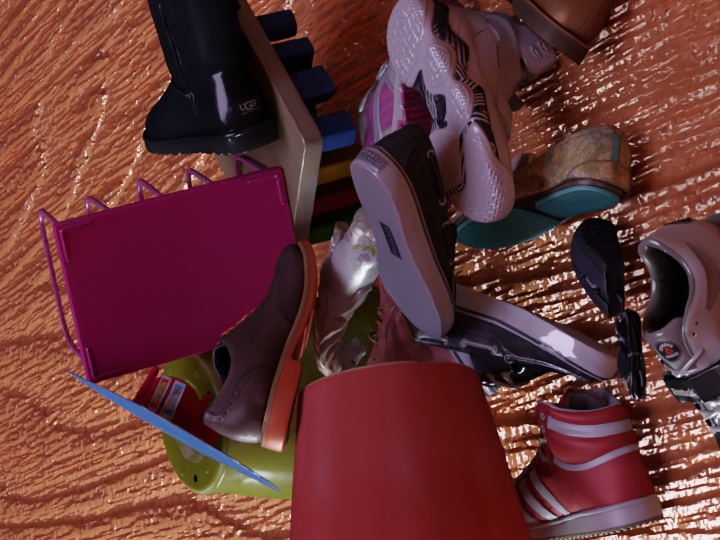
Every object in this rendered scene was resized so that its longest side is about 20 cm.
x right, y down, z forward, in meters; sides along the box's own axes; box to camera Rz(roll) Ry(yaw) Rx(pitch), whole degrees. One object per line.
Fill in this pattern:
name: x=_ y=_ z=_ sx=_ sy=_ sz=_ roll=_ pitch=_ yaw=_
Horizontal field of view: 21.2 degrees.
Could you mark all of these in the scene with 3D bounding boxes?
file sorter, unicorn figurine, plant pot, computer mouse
file sorter: x=-0.168 y=-0.009 z=1.674 sx=0.125 sy=0.199 sz=0.140 roll=-149 pitch=47 yaw=-66
unicorn figurine: x=0.000 y=0.000 z=1.556 sx=0.138 sy=0.074 sz=0.200 roll=-72 pitch=-7 yaw=-45
plant pot: x=-0.070 y=0.121 z=1.724 sx=0.200 sy=0.192 sz=0.201 roll=15 pitch=107 yaw=56
computer mouse: x=0.176 y=0.026 z=1.383 sx=0.200 sy=0.034 sz=0.059 roll=-94 pitch=2 yaw=-58
plant pot: x=0.030 y=0.171 z=1.457 sx=0.200 sy=0.200 sz=0.178 roll=-33 pitch=60 yaw=55

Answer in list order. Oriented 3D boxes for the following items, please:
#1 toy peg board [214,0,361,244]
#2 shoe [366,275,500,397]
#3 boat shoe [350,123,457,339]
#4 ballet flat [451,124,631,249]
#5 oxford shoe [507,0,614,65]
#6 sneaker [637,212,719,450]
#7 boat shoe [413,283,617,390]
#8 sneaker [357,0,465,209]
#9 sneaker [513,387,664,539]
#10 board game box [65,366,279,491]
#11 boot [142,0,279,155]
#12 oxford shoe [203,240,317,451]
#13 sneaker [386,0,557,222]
toy peg board: x=-0.055 y=-0.130 z=1.710 sx=0.200 sy=0.097 sz=0.200 roll=101 pitch=146 yaw=-51
shoe: x=0.033 y=0.046 z=1.625 sx=0.091 sy=0.071 sz=0.200 roll=-36 pitch=59 yaw=5
boat shoe: x=0.046 y=-0.026 z=1.447 sx=0.069 sy=0.057 sz=0.200 roll=35 pitch=156 yaw=37
ballet flat: x=0.141 y=-0.066 z=1.483 sx=0.200 sy=0.070 sz=0.071 roll=-22 pitch=77 yaw=58
oxford shoe: x=0.132 y=-0.233 z=1.475 sx=0.071 sy=0.071 sz=0.200 roll=-52 pitch=46 yaw=12
sneaker: x=0.235 y=0.063 z=1.326 sx=0.074 sy=0.088 sz=0.201 roll=-29 pitch=73 yaw=55
boat shoe: x=0.116 y=0.061 z=1.498 sx=0.200 sy=0.072 sz=0.068 roll=22 pitch=90 yaw=44
sneaker: x=0.038 y=-0.142 z=1.608 sx=0.088 sy=0.081 sz=0.201 roll=39 pitch=126 yaw=47
sneaker: x=0.147 y=0.152 z=1.496 sx=0.200 sy=0.071 sz=0.113 roll=-18 pitch=84 yaw=50
board game box: x=-0.141 y=0.114 z=1.556 sx=0.200 sy=0.158 sz=0.039 roll=17 pitch=75 yaw=54
boot: x=-0.146 y=-0.187 z=1.652 sx=0.200 sy=0.076 sz=0.169 roll=8 pitch=117 yaw=61
oxford shoe: x=-0.076 y=0.049 z=1.512 sx=0.071 sy=0.072 sz=0.200 roll=101 pitch=179 yaw=-45
sneaker: x=0.102 y=-0.127 z=1.472 sx=0.075 sy=0.115 sz=0.201 roll=-54 pitch=48 yaw=47
